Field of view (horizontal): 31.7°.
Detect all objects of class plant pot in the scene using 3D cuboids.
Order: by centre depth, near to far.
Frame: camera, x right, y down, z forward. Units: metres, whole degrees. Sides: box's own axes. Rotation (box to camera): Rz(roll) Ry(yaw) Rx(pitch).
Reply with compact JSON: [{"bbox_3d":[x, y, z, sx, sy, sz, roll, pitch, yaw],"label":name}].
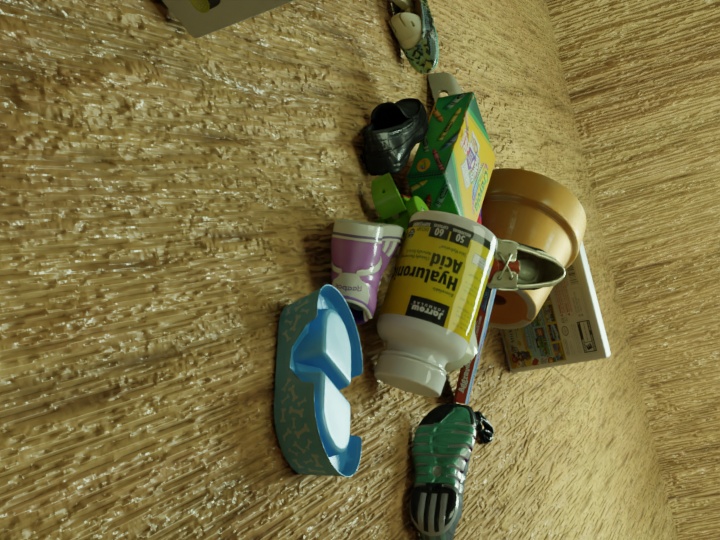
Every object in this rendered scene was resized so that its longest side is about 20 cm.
[{"bbox_3d":[0.224,-0.020,1.913,0.200,0.199,0.184,58,41,-42],"label":"plant pot"}]

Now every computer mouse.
[{"bbox_3d":[0.162,0.218,1.770,0.200,0.034,0.059,23,54,-68],"label":"computer mouse"}]

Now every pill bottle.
[{"bbox_3d":[0.083,0.041,1.481,0.111,0.111,0.201,41,62,-59],"label":"pill bottle"}]

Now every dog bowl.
[{"bbox_3d":[-0.042,0.110,1.237,0.112,0.049,0.201,55,27,-47],"label":"dog bowl"}]

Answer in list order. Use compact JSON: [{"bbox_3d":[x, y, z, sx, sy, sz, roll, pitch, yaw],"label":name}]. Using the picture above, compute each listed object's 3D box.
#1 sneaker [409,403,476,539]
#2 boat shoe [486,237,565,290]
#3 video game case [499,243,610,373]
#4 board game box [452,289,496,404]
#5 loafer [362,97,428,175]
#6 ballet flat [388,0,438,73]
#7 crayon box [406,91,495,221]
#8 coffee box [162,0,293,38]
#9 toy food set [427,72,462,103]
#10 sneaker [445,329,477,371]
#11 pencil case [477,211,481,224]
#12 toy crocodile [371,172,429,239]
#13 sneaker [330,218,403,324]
[{"bbox_3d":[0.097,0.253,1.532,0.200,0.074,0.088,-70,158,-47],"label":"sneaker"},{"bbox_3d":[0.185,-0.006,1.637,0.199,0.062,0.072,8,90,-46],"label":"boat shoe"},{"bbox_3d":[0.300,0.057,2.057,0.023,0.181,0.201,-18,93,-53],"label":"video game case"},{"bbox_3d":[0.160,0.083,1.726,0.103,0.019,0.201,36,67,-79],"label":"board game box"},{"bbox_3d":[0.047,-0.193,1.677,0.201,0.068,0.071,-62,143,-58],"label":"loafer"},{"bbox_3d":[0.068,-0.393,1.912,0.074,0.074,0.201,28,49,-65],"label":"ballet flat"},{"bbox_3d":[0.127,-0.140,1.743,0.200,0.058,0.119,-69,144,-46],"label":"crayon box"},{"bbox_3d":[-0.116,-0.370,1.136,0.200,0.197,0.201,50,30,-50],"label":"coffee box"},{"bbox_3d":[0.165,-0.209,2.069,0.144,0.060,0.200,-102,166,-45],"label":"toy food set"},{"bbox_3d":[0.093,0.038,1.632,0.111,0.077,0.200,54,15,-21],"label":"sneaker"},{"bbox_3d":[0.132,-0.049,1.800,0.201,0.088,0.089,-82,151,-47],"label":"pencil case"},{"bbox_3d":[0.077,-0.057,1.634,0.200,0.067,0.062,33,35,-45],"label":"toy crocodile"},{"bbox_3d":[-0.001,0.000,1.435,0.200,0.072,0.115,-14,109,-77],"label":"sneaker"}]
